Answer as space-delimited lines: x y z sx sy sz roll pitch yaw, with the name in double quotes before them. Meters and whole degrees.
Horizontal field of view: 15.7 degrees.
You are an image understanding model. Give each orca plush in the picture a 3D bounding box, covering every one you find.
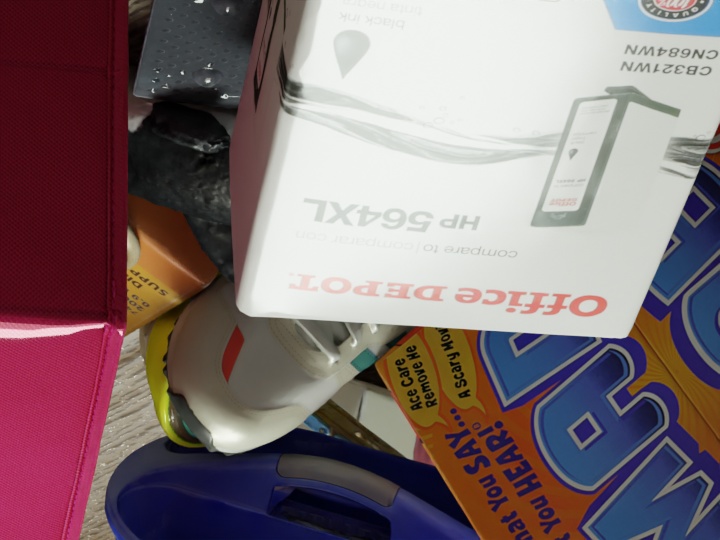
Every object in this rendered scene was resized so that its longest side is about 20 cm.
"orca plush" -0.032 -0.029 1.041 0.200 0.071 0.105 10 -165 -7

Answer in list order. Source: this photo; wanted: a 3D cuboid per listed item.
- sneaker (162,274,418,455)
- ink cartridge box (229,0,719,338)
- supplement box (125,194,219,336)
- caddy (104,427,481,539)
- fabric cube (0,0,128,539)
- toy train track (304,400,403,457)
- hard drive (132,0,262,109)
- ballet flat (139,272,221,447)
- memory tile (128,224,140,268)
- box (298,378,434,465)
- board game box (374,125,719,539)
"sneaker" 0.001 0.000 1.089 0.200 0.070 0.093 -37 179 -40
"ink cartridge box" 0.042 -0.071 0.859 0.146 0.084 0.200 4 139 -10
"supplement box" -0.118 -0.007 1.157 0.067 0.069 0.200 39 151 -13
"caddy" -0.014 0.128 1.124 0.200 0.105 0.141 15 -153 14
"fabric cube" -0.187 -0.021 0.888 0.199 0.200 0.196 3 146 -10
"toy train track" -0.023 0.052 1.248 0.200 0.033 0.115 37 -159 23
"hard drive" 0.021 -0.093 0.959 0.200 0.042 0.135 4 161 -9
"ballet flat" -0.060 0.026 1.177 0.067 0.067 0.200 11 -157 23
"memory tile" -0.179 -0.009 1.128 0.153 0.017 0.200 32 151 -1
"box" 0.016 0.123 1.445 0.200 0.109 0.128 19 176 -44
"board game box" 0.170 0.077 1.068 0.200 0.200 0.200 -41 140 11
